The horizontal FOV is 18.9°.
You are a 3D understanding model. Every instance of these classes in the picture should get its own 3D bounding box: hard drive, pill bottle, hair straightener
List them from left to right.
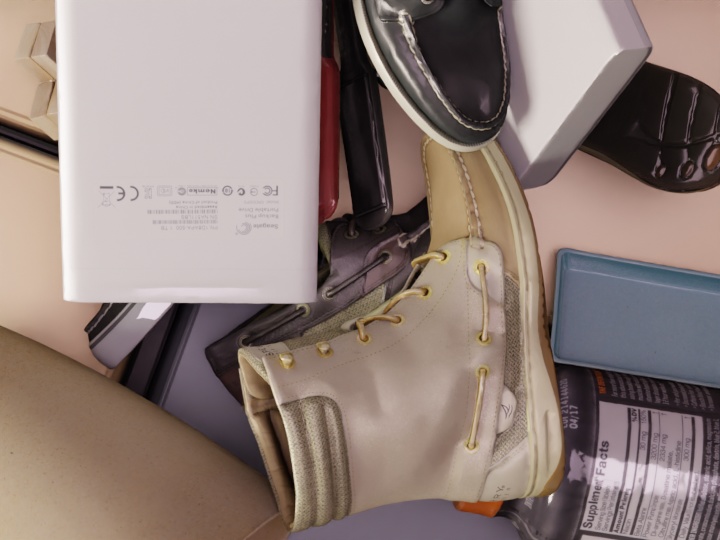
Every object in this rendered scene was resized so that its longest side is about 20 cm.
[{"bbox_3d":[-0.086,-0.082,1.091,0.131,0.025,0.201,0,110,-3],"label":"hard drive"},{"bbox_3d":[0.002,-0.118,1.170,0.077,0.041,0.201,7,70,-31],"label":"hair straightener"},{"bbox_3d":[0.078,-0.161,1.110,0.027,0.132,0.201,-9,65,-25],"label":"hard drive"},{"bbox_3d":[0.152,0.110,1.179,0.199,0.106,0.107,10,90,-5],"label":"pill bottle"}]

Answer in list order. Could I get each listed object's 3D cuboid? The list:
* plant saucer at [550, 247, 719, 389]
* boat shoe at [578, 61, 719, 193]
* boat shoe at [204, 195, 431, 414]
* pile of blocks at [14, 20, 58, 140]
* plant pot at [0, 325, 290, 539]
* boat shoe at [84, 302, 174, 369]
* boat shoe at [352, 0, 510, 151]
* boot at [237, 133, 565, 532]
[{"bbox_3d":[0.204,0.037,1.216,0.199,0.019,0.070,9,66,-4],"label":"plant saucer"},{"bbox_3d":[0.119,-0.100,1.189,0.200,0.074,0.076,35,96,17],"label":"boat shoe"},{"bbox_3d":[-0.001,0.000,1.181,0.201,0.072,0.066,-44,99,1],"label":"boat shoe"},{"bbox_3d":[-0.110,-0.155,1.154,0.200,0.082,0.062,-50,137,-2],"label":"pile of blocks"},{"bbox_3d":[-0.165,0.122,1.129,0.200,0.187,0.187,43,87,11],"label":"plant pot"},{"bbox_3d":[-0.095,-0.040,1.176,0.057,0.069,0.200,35,81,-6],"label":"boat shoe"},{"bbox_3d":[0.038,-0.160,1.075,0.074,0.066,0.200,-11,86,-30],"label":"boat shoe"},{"bbox_3d":[0.013,0.025,1.093,0.154,0.072,0.201,-7,81,-16],"label":"boot"}]
